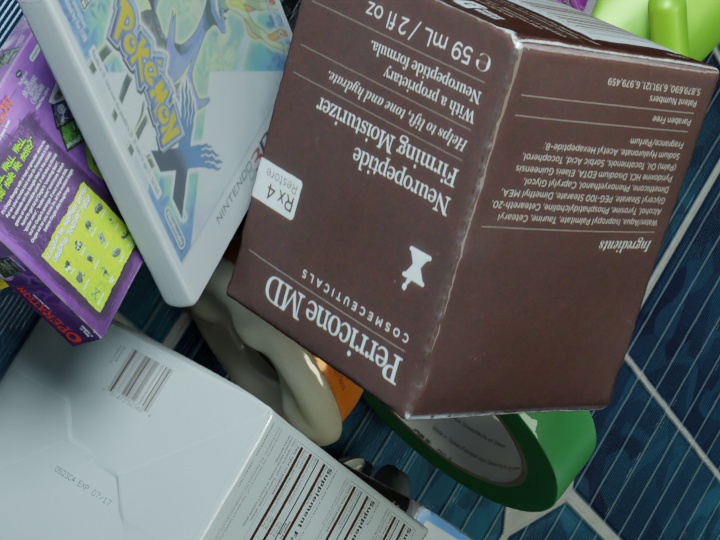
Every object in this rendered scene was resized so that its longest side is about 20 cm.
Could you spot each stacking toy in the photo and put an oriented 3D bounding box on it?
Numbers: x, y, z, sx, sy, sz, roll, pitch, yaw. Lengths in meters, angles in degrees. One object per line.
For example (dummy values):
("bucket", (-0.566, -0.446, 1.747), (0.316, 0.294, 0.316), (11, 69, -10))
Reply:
("stacking toy", (0.000, 0.000, 1.134), (0.199, 0.146, 0.147), (-37, 135, -19))

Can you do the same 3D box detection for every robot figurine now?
("robot figurine", (0.195, -0.184, 1.276), (0.200, 0.176, 0.116), (-44, 126, 7))

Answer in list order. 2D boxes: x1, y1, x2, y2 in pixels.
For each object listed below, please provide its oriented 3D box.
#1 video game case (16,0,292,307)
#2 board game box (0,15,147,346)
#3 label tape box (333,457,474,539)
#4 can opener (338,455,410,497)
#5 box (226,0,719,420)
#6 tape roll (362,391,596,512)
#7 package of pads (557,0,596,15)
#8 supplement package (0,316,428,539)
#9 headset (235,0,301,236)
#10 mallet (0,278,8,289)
("video game case", (-0.093, -0.116, 0.944), (0.183, 0.022, 0.201), (-64, 144, -40))
("board game box", (-0.141, -0.075, 0.942), (0.120, 0.032, 0.201), (51, 45, -32))
("label tape box", (-0.032, 0.201, 1.201), (0.063, 0.199, 0.145), (35, 81, -35))
("can opener", (-0.029, 0.228, 1.317), (0.052, 0.066, 0.202), (12, 104, -54))
("box", (0.057, -0.047, 0.970), (0.163, 0.165, 0.202), (1, 112, -43))
("tape roll", (0.067, 0.080, 1.237), (0.048, 0.199, 0.201), (-48, 140, -21))
("package of pads", (0.111, -0.208, 1.184), (0.121, 0.075, 0.201), (48, 59, -52))
("supplement package", (-0.103, 0.145, 1.071), (0.148, 0.190, 0.200), (-58, 143, -9))
("headset", (-0.023, -0.104, 1.111), (0.200, 0.123, 0.094), (-47, 164, -2))
("mallet", (-0.191, -0.007, 1.017), (0.200, 0.065, 0.041), (-33, 144, -56))
